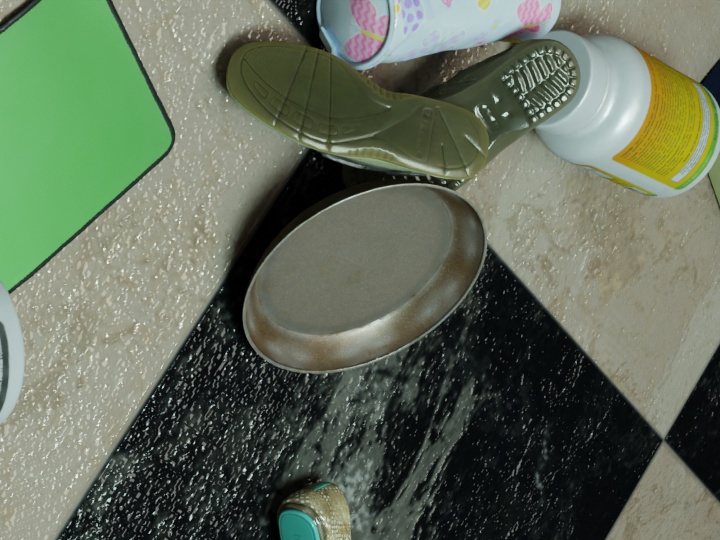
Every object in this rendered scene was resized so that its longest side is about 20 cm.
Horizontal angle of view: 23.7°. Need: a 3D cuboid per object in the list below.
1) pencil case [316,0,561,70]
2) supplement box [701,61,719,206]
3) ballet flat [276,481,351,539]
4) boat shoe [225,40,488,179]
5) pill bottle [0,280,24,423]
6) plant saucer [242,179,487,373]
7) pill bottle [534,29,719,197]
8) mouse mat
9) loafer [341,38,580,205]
[{"bbox_3d":[0.060,-0.202,1.290,0.200,0.091,0.083,-15,83,-43],"label":"pencil case"},{"bbox_3d":[0.448,-0.144,1.684,0.200,0.134,0.200,-49,136,-19],"label":"supplement box"},{"bbox_3d":[-0.027,0.261,1.423,0.065,0.070,0.201,-39,137,-47],"label":"ballet flat"},{"bbox_3d":[-0.008,-0.107,1.240,0.200,0.066,0.072,16,75,-16],"label":"boat shoe"},{"bbox_3d":[-0.306,0.056,0.997,0.199,0.111,0.112,-8,113,-44],"label":"pill bottle"},{"bbox_3d":[0.000,0.000,1.303,0.199,0.032,0.201,-17,140,-15],"label":"plant saucer"},{"bbox_3d":[0.215,-0.136,1.459,0.200,0.111,0.112,17,95,-49],"label":"pill bottle"},{"bbox_3d":[-0.215,-0.081,1.111,0.200,0.008,0.161,-44,134,-23],"label":"mouse mat"},{"bbox_3d":[0.078,-0.112,1.321,0.199,0.067,0.076,-27,102,7],"label":"loafer"}]
